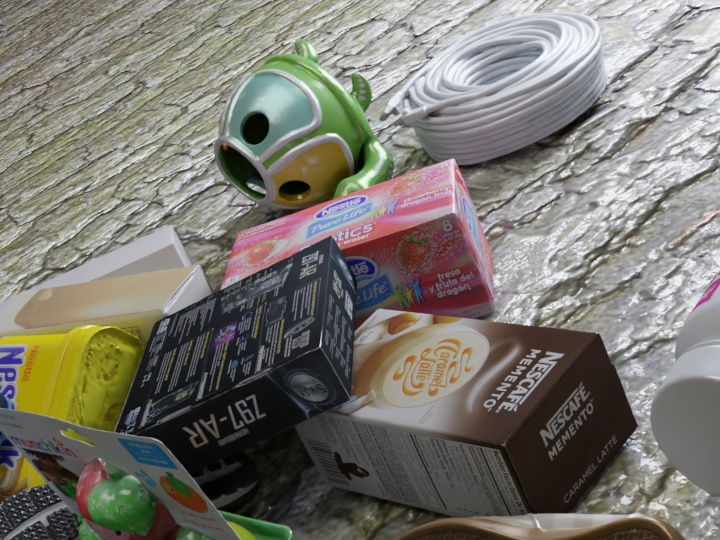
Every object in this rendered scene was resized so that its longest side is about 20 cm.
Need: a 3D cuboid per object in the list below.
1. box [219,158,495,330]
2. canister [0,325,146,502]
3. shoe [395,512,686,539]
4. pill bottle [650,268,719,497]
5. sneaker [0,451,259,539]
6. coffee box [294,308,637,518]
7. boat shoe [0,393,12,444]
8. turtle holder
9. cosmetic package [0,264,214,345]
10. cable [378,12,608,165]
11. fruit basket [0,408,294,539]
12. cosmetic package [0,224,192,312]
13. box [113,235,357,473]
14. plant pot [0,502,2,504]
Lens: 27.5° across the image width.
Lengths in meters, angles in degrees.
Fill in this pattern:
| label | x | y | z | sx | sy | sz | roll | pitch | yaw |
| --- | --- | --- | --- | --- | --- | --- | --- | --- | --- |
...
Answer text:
| label | x | y | z | sx | sy | sz | roll | pitch | yaw |
| --- | --- | --- | --- | --- | --- | --- | --- | --- | --- |
| box | 0.000 | 0.000 | 1.180 | 0.199 | 0.095 | 0.103 | -18 | 26 | 14 |
| canister | -0.268 | 0.121 | 1.151 | 0.199 | 0.086 | 0.150 | -4 | 67 | 35 |
| shoe | 0.101 | 0.173 | 0.835 | 0.199 | 0.070 | 0.053 | -10 | -13 | 36 |
| pill bottle | 0.256 | 0.037 | 0.872 | 0.113 | 0.114 | 0.200 | 1 | 36 | 41 |
| sneaker | -0.164 | 0.176 | 1.031 | 0.199 | 0.080 | 0.074 | -16 | 41 | -23 |
| coffee box | 0.063 | 0.094 | 0.971 | 0.199 | 0.080 | 0.114 | 4 | 39 | 45 |
| boat shoe | -0.353 | 0.124 | 1.106 | 0.199 | 0.069 | 0.085 | -17 | 53 | 26 |
| turtle holder | -0.056 | -0.115 | 1.418 | 0.132 | 0.186 | 0.141 | -39 | -2 | -28 |
| cosmetic package | -0.206 | 0.065 | 1.230 | 0.199 | 0.106 | 0.071 | -7 | 31 | 29 |
| cable | 0.140 | -0.177 | 1.415 | 0.199 | 0.070 | 0.200 | -4 | 33 | 34 |
| fruit basket | -0.128 | 0.161 | 0.884 | 0.185 | 0.200 | 0.094 | 4 | 53 | 44 |
| cosmetic package | -0.242 | 0.040 | 1.331 | 0.199 | 0.083 | 0.051 | -24 | 24 | 2 |
| box | -0.083 | 0.061 | 1.037 | 0.159 | 0.044 | 0.200 | -26 | 19 | 10 |
| plant pot | -0.370 | 0.204 | 1.048 | 0.199 | 0.200 | 0.135 | -3 | 60 | 36 |
